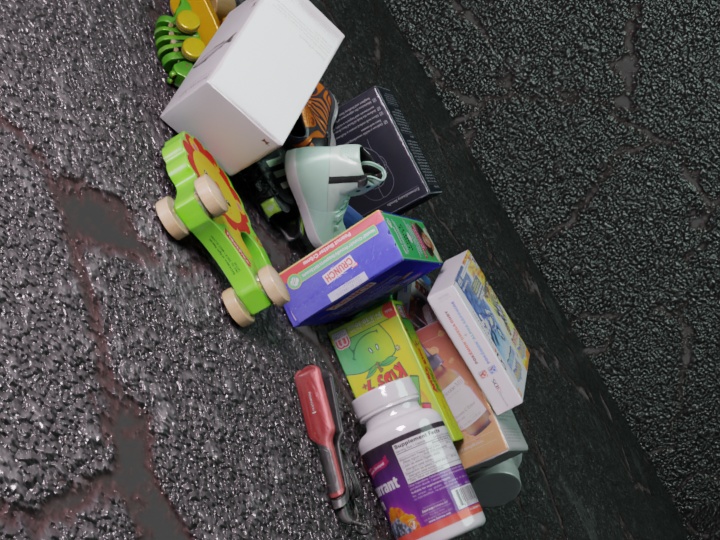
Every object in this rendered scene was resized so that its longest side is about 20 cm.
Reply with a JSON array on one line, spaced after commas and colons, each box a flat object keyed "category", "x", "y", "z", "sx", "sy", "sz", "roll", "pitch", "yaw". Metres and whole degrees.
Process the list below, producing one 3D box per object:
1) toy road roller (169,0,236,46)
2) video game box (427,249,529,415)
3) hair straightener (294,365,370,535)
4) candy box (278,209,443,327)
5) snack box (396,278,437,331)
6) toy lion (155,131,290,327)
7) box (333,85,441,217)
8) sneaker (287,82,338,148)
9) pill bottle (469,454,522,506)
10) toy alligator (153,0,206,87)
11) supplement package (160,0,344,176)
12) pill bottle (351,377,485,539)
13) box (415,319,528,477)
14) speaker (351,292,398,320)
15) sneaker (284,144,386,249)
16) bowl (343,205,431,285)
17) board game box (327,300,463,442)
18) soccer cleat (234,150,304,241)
[{"category": "toy road roller", "x": -0.155, "y": -0.327, "z": 1.529, "sx": 0.200, "sy": 0.146, "sz": 0.123, "roll": 62, "pitch": 15, "yaw": -1}, {"category": "video game box", "x": 0.165, "y": 0.079, "z": 1.506, "sx": 0.182, "sy": 0.047, "sz": 0.200, "roll": 61, "pitch": 17, "yaw": -8}, {"category": "hair straightener", "x": -0.021, "y": 0.207, "z": 1.268, "sx": 0.077, "sy": 0.041, "sz": 0.200, "roll": 31, "pitch": 35, "yaw": -62}, {"category": "candy box", "x": 0.000, "y": 0.000, "z": 1.440, "sx": 0.077, "sy": 0.169, "sz": 0.200, "roll": 61, "pitch": 15, "yaw": 8}, {"category": "snack box", "x": 0.107, "y": 0.073, "z": 1.625, "sx": 0.200, "sy": 0.024, "sz": 0.072, "roll": 41, "pitch": 49, "yaw": -52}, {"category": "toy lion", "x": -0.158, "y": -0.058, "z": 1.254, "sx": 0.200, "sy": 0.069, "sz": 0.192, "roll": 57, "pitch": 9, "yaw": -22}, {"category": "box", "x": 0.020, "y": -0.183, "z": 1.845, "sx": 0.200, "sy": 0.148, "sz": 0.107, "roll": 64, "pitch": 16, "yaw": 3}, {"category": "sneaker", "x": -0.091, "y": -0.260, "z": 1.750, "sx": 0.112, "sy": 0.078, "sz": 0.200, "roll": 49, "pitch": 21, "yaw": -43}, {"category": "pill bottle", "x": 0.183, "y": 0.255, "z": 1.688, "sx": 0.111, "sy": 0.111, "sz": 0.200, "roll": 50, "pitch": 20, "yaw": -38}, {"category": "toy alligator", "x": -0.224, "y": -0.256, "z": 1.383, "sx": 0.054, "sy": 0.059, "sz": 0.200, "roll": -4, "pitch": 67, "yaw": -24}, {"category": "supplement package", "x": -0.128, "y": -0.234, "z": 1.333, "sx": 0.117, "sy": 0.117, "sz": 0.200, "roll": 41, "pitch": 53, "yaw": -23}, {"category": "pill bottle", "x": 0.065, "y": 0.238, "z": 1.361, "sx": 0.200, "sy": 0.111, "sz": 0.111, "roll": 66, "pitch": 16, "yaw": 14}, {"category": "box", "x": 0.113, "y": 0.186, "z": 1.525, "sx": 0.106, "sy": 0.152, "sz": 0.200, "roll": 20, "pitch": 44, "yaw": -65}, {"category": "speaker", "x": 0.057, "y": 0.081, "z": 1.647, "sx": 0.200, "sy": 0.088, "sz": 0.088, "roll": 43, "pitch": 25, "yaw": -51}, {"category": "sneaker", "x": -0.018, "y": -0.090, "z": 1.472, "sx": 0.200, "sy": 0.118, "sz": 0.074, "roll": 67, "pitch": 20, "yaw": -53}, {"category": "bowl", "x": 0.020, "y": -0.035, "z": 1.665, "sx": 0.201, "sy": 0.039, "sz": 0.201, "roll": 42, "pitch": 0, "yaw": 0}, {"category": "board game box", "x": 0.045, "y": 0.151, "z": 1.460, "sx": 0.200, "sy": 0.102, "sz": 0.048, "roll": 66, "pitch": 15, "yaw": 13}, {"category": "soccer cleat", "x": -0.125, "y": -0.116, "z": 1.431, "sx": 0.200, "sy": 0.067, "sz": 0.081, "roll": 51, "pitch": 21, "yaw": -45}]
